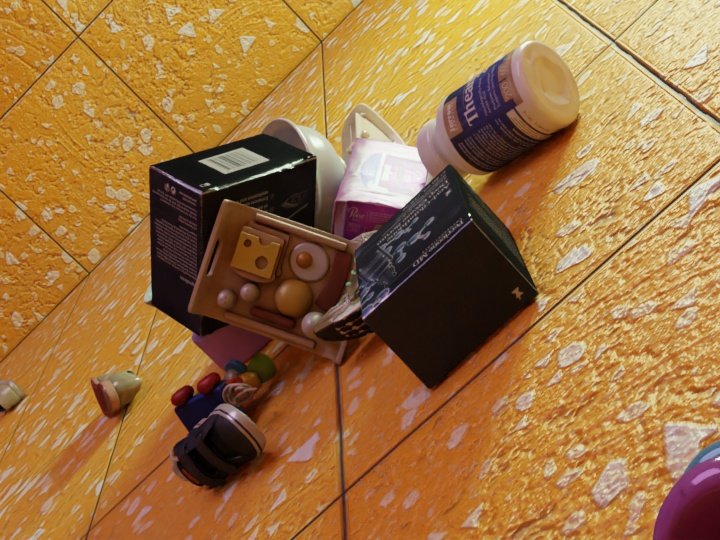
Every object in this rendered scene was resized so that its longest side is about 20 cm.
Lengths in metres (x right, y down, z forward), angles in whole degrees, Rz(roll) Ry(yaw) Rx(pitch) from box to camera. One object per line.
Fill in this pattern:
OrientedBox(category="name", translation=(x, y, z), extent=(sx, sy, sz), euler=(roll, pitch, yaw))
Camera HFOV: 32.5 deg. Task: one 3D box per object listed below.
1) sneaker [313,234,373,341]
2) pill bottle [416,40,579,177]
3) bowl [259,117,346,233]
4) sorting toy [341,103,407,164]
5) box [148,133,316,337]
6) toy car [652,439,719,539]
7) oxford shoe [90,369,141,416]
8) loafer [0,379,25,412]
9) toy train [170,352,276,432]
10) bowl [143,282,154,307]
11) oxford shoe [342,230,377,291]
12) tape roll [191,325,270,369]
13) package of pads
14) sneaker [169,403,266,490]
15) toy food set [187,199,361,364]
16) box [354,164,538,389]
OrientedBox(category="sneaker", translation=(0.018, 0.003, 1.441), extent=(0.199, 0.077, 0.089), euler=(-40, 59, 2))
OrientedBox(category="pill bottle", translation=(0.163, -0.186, 1.516), extent=(0.199, 0.111, 0.112), euler=(-31, 22, 42))
OrientedBox(category="bowl", translation=(-0.073, -0.113, 1.736), extent=(0.089, 0.205, 0.200), euler=(-5, -6, -30))
OrientedBox(category="sorting toy", translation=(-0.010, -0.122, 1.847), extent=(0.181, 0.106, 0.201), euler=(-50, 18, 21))
OrientedBox(category="box", translation=(-0.165, -0.050, 1.605), extent=(0.117, 0.203, 0.195), euler=(26, 33, 38))
OrientedBox(category="toy car", translation=(0.195, 0.151, 0.552), extent=(0.175, 0.150, 0.201), euler=(-39, 17, 22))
OrientedBox(category="oxford shoe", translation=(-0.429, 0.212, 2.183), extent=(0.073, 0.072, 0.200), euler=(-24, 8, -20))
OrientedBox(category="loafer", translation=(-0.902, 0.315, 3.088), extent=(0.068, 0.076, 0.199), euler=(-47, 15, -29))
OrientedBox(category="toy train", translation=(-0.148, 0.148, 1.581), extent=(0.199, 0.085, 0.116), euler=(-27, 11, 48))
OrientedBox(category="bowl", translation=(-0.212, 0.001, 1.791), extent=(0.201, 0.105, 0.201), euler=(-43, 16, 16))
OrientedBox(category="oxford shoe", translation=(0.000, 0.000, 1.533), extent=(0.198, 0.076, 0.058), euler=(-21, -13, 24))
OrientedBox(category="tape roll", translation=(-0.164, 0.052, 1.858), extent=(0.200, 0.066, 0.201), euler=(-41, 17, 15))
OrientedBox(category="package of pads", translation=(0.034, -0.099, 1.614), extent=(0.201, 0.118, 0.077), euler=(-75, -7, -59))
OrientedBox(category="sneaker", translation=(-0.173, 0.216, 1.468), extent=(0.080, 0.078, 0.200), euler=(-48, 4, -24))
OrientedBox(category="toy food set", translation=(-0.094, 0.013, 1.484), extent=(0.060, 0.197, 0.146), euler=(-14, -57, -85))
OrientedBox(category="box", translation=(0.083, 0.001, 1.278), extent=(0.148, 0.107, 0.200), euler=(-42, 17, 12))
